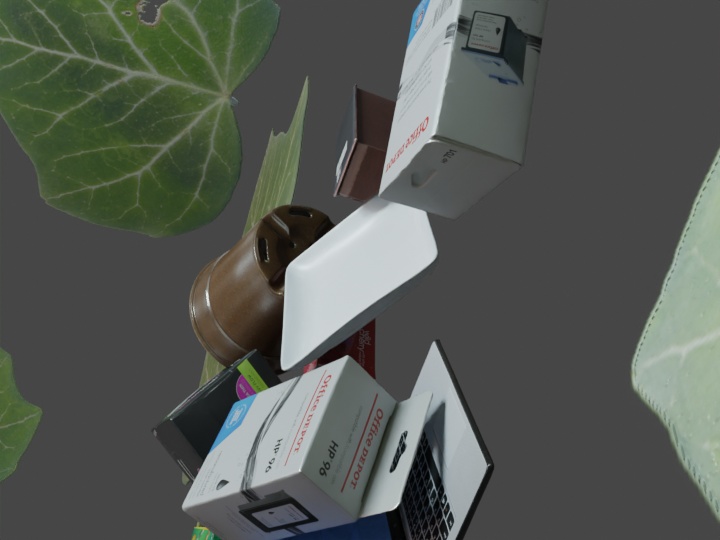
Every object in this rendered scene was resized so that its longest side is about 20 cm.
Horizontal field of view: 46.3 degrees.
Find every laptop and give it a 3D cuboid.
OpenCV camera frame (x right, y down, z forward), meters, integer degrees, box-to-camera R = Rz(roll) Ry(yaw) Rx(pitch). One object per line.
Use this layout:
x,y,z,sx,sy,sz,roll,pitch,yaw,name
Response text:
-0.003,0.170,0.666,0.188,0.114,0.202,-108,36,-66,laptop

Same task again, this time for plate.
0.000,0.000,0.882,0.199,0.032,0.200,-37,28,18,plate

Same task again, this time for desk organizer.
0.017,-0.147,1.002,0.201,0.076,0.072,-90,21,-61,desk organizer

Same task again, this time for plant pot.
-0.112,0.021,1.172,0.198,0.198,0.202,-42,33,51,plant pot

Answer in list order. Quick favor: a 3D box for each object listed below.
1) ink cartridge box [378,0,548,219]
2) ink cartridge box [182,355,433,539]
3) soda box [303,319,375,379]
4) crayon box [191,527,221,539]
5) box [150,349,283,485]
0.089,-0.166,0.735,0.146,0.085,0.203,140,142,-68,ink cartridge box
-0.044,0.145,0.682,0.199,0.068,0.117,-27,28,40,ink cartridge box
-0.022,0.060,0.972,0.201,0.069,0.064,-88,19,-46,soda box
-0.143,0.355,1.031,0.200,0.117,0.059,137,147,-67,crayon box
-0.146,0.199,0.990,0.124,0.149,0.200,-39,2,-23,box
